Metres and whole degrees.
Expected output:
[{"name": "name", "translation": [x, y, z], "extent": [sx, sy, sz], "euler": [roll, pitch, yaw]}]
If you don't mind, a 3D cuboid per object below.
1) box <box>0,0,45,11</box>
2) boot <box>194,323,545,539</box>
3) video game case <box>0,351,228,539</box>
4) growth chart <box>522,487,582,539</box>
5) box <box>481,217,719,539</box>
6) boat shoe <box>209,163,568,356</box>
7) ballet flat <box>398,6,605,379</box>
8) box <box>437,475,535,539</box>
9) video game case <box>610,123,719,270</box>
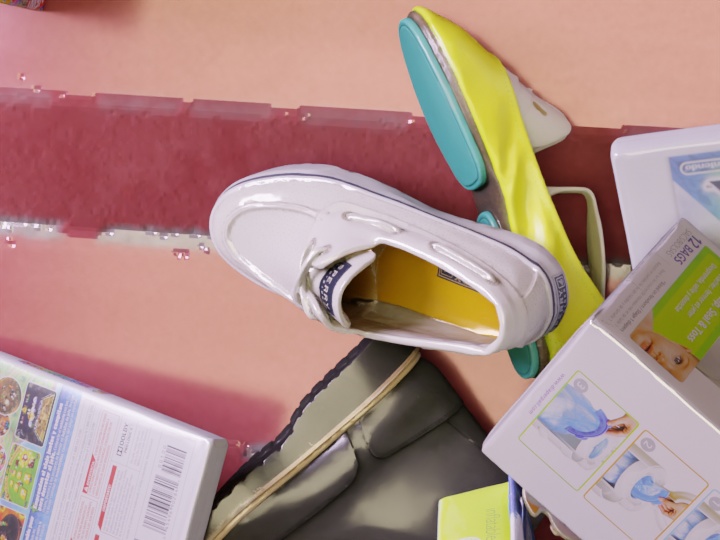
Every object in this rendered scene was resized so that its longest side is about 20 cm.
[{"name": "box", "translation": [-0.210, -0.238, 1.196], "extent": [0.122, 0.200, 0.193], "euler": [17, 95, 6]}, {"name": "boot", "translation": [-0.007, 0.143, 1.251], "extent": [0.138, 0.077, 0.200], "euler": [44, 101, -3]}, {"name": "video game case", "translation": [-0.166, 0.124, 1.258], "extent": [0.200, 0.018, 0.144], "euler": [18, 96, 31]}, {"name": "growth chart", "translation": [0.148, 0.155, 1.182], "extent": [0.018, 0.145, 0.200], "euler": [-40, 71, 29]}, {"name": "box", "translation": [0.176, 0.093, 1.135], "extent": [0.200, 0.112, 0.101], "euler": [42, 130, 5]}, {"name": "boat shoe", "translation": [0.000, 0.000, 1.213], "extent": [0.199, 0.070, 0.071], "euler": [19, 115, 28]}, {"name": "ballet flat", "translation": [0.080, -0.044, 1.238], "extent": [0.067, 0.067, 0.201], "euler": [-20, 92, -12]}, {"name": "box", "translation": [0.076, 0.197, 1.184], "extent": [0.047, 0.122, 0.201], "euler": [-13, 110, 6]}, {"name": "video game case", "translation": [0.232, 0.009, 1.173], "extent": [0.199, 0.022, 0.183], "euler": [-7, 116, 15]}]
